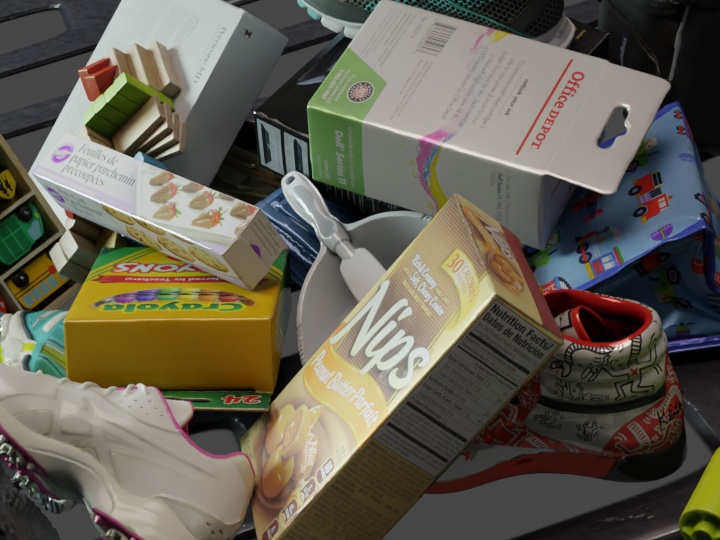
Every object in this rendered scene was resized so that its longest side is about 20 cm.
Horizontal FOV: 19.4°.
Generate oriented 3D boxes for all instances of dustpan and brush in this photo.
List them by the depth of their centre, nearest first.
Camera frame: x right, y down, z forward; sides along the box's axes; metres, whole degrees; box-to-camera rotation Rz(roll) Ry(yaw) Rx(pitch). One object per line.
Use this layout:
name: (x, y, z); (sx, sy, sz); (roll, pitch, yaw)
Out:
dustpan and brush: (0.000, 0.000, 1.319); (0.139, 0.057, 0.200); (-41, 37, 4)

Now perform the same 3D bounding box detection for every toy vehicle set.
toy vehicle set: (-0.282, 0.008, 1.414); (0.026, 0.125, 0.200); (-25, 13, 50)

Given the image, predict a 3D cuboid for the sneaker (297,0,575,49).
sneaker: (0.047, -0.199, 1.391); (0.198, 0.092, 0.078); (11, 47, 14)

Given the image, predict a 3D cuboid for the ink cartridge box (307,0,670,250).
ink cartridge box: (0.080, -0.087, 1.299); (0.198, 0.068, 0.117); (18, 50, 19)

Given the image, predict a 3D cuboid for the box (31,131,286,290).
box: (-0.129, -0.039, 1.319); (0.199, 0.042, 0.039); (23, 67, 42)

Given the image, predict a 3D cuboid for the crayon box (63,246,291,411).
crayon box: (-0.109, 0.033, 1.286); (0.126, 0.051, 0.200); (-1, 16, 1)

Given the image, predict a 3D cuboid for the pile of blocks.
pile of blocks: (-0.169, -0.074, 1.428); (0.082, 0.062, 0.202); (-20, 57, 38)

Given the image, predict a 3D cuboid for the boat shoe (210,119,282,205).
boat shoe: (-0.037, -0.079, 1.516); (0.199, 0.064, 0.073); (7, 34, 24)

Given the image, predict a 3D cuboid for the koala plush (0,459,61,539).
koala plush: (-0.271, 0.181, 1.097); (0.199, 0.185, 0.178); (-23, 29, 7)

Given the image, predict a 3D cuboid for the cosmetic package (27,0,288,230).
cosmetic package: (-0.152, -0.107, 1.513); (0.151, 0.051, 0.201); (31, 93, 52)

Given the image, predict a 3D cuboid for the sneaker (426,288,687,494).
sneaker: (0.082, 0.065, 1.192); (0.199, 0.109, 0.067); (-3, 32, 17)

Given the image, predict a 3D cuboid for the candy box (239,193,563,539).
candy box: (0.018, 0.068, 1.158); (0.200, 0.055, 0.116); (-50, 26, 17)

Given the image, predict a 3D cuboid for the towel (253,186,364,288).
towel: (0.027, -0.053, 1.430); (0.111, 0.049, 0.200); (39, 57, 23)

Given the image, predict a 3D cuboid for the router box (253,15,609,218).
router box: (0.050, -0.115, 1.410); (0.156, 0.053, 0.200); (27, 54, 27)

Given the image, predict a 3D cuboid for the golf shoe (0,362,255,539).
golf shoe: (-0.147, 0.093, 1.172); (0.199, 0.075, 0.092); (37, 71, 5)

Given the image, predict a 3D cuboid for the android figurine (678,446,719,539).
android figurine: (0.263, 0.126, 1.091); (0.181, 0.041, 0.200); (7, 38, 30)

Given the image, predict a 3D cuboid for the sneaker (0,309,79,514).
sneaker: (-0.184, 0.076, 1.315); (0.079, 0.078, 0.200); (-8, 30, -9)

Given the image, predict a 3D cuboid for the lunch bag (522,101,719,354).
lunch bag: (0.129, -0.002, 1.320); (0.198, 0.095, 0.151); (-19, 31, 13)

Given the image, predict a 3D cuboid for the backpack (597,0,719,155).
backpack: (0.241, -0.183, 1.479); (0.149, 0.179, 0.200); (3, 22, -16)
